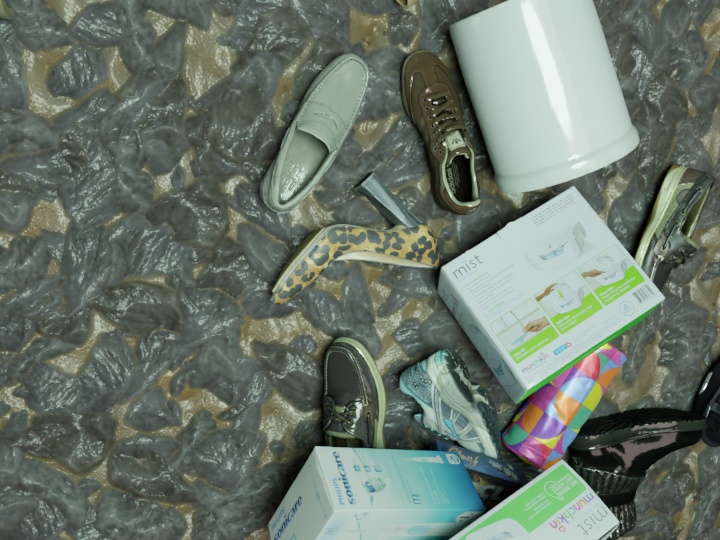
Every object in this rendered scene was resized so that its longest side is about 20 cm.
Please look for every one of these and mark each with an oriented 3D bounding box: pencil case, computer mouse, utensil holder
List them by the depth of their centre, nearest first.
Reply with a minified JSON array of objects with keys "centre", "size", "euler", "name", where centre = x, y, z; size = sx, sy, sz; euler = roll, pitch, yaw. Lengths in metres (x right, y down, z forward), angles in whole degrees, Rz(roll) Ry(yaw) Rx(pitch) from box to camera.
[{"centre":[0.207,-0.214,0.859],"size":[0.169,0.170,0.201],"euler":[-25,103,-11],"name":"utensil holder"},{"centre":[0.270,0.167,0.990],"size":[0.088,0.088,0.200],"euler":[35,89,-19],"name":"pencil case"},{"centre":[0.560,0.168,1.100],"size":[0.140,0.046,0.201],"euler":[22,88,-23],"name":"computer mouse"}]

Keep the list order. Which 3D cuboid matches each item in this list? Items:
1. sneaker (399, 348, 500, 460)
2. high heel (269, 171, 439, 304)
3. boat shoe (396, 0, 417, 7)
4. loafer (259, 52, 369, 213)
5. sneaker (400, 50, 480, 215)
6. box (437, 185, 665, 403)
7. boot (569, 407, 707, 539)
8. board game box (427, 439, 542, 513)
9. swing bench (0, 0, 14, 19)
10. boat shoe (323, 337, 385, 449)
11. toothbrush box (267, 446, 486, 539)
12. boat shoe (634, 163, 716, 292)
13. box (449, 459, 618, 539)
[{"centre":[0.118,0.180,0.964],"size":[0.086,0.078,0.200],"euler":[-20,123,23],"name":"sneaker"},{"centre":[0.000,0.000,0.882],"size":[0.143,0.071,0.200],"euler":[45,77,-13],"name":"high heel"},{"centre":[0.004,-0.372,0.815],"size":[0.200,0.074,0.069],"euler":[38,83,-20],"name":"boat shoe"},{"centre":[-0.047,-0.153,0.843],"size":[0.070,0.070,0.201],"euler":[27,92,-19],"name":"loafer"},{"centre":[0.106,-0.163,0.883],"size":[0.070,0.076,0.201],"euler":[-22,106,-11],"name":"sneaker"},{"centre":[0.222,0.028,0.901],"size":[0.200,0.097,0.177],"euler":[-32,71,-9],"name":"box"},{"centre":[0.386,0.282,1.045],"size":[0.210,0.079,0.159],"euler":[-9,96,-4],"name":"boot"},{"centre":[0.152,0.302,0.977],"size":[0.199,0.035,0.136],"euler":[21,120,-19],"name":"board game box"},{"centre":[-0.423,-0.342,0.666],"size":[0.198,0.130,0.201],"euler":[3,100,-17],"name":"swing bench"},{"centre":[-0.011,0.182,0.899],"size":[0.065,0.073,0.201],"euler":[-29,112,-53],"name":"boat shoe"},{"centre":[0.016,0.280,0.849],"size":[0.199,0.085,0.147],"euler":[12,124,-30],"name":"toothbrush box"},{"centre":[0.414,-0.040,0.992],"size":[0.073,0.065,0.201],"euler":[5,101,-51],"name":"boat shoe"},{"centre":[0.168,0.338,0.845],"size":[0.199,0.097,0.177],"euler":[-25,146,-26],"name":"box"}]
